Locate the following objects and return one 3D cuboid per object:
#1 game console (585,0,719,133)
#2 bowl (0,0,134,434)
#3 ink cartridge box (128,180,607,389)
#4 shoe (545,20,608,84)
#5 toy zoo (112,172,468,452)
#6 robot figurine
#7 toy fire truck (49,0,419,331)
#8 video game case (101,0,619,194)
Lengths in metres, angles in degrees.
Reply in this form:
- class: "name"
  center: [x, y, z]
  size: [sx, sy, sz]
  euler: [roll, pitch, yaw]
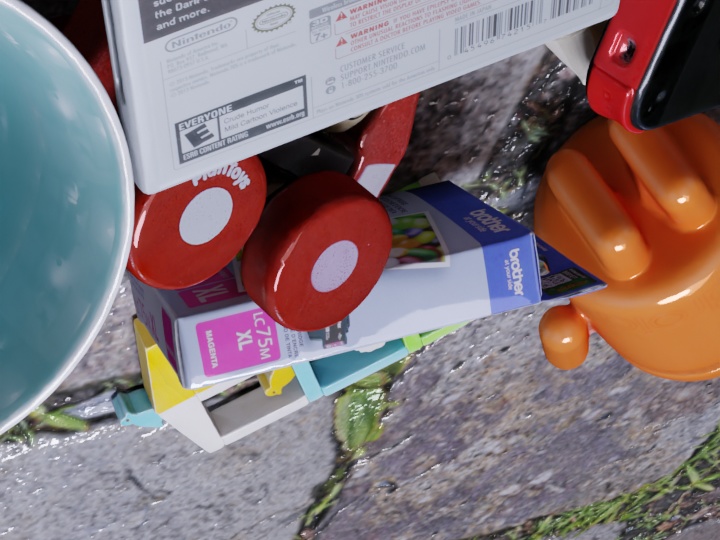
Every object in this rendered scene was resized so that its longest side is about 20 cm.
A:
- class: "game console"
  center: [0.186, -0.156, 0.957]
  size: [0.176, 0.031, 0.201]
  euler: [-21, 143, -43]
- class: "bowl"
  center: [-0.190, -0.035, 0.782]
  size: [0.199, 0.105, 0.202]
  euler: [-11, 122, -18]
- class: "ink cartridge box"
  center: [0.000, 0.000, 1.005]
  size: [0.198, 0.119, 0.042]
  euler: [-11, 107, -14]
- class: "shoe"
  center: [0.107, -0.131, 0.972]
  size: [0.070, 0.053, 0.200]
  euler: [-56, 155, -8]
- class: "toy zoo"
  center: [-0.036, 0.032, 1.130]
  size: [0.199, 0.021, 0.131]
  euler: [-26, 150, -3]
- class: "robot figurine"
  center: [0.157, -0.011, 1.127]
  size: [0.200, 0.116, 0.145]
  euler: [42, 64, -59]
- class: "toy fire truck"
  center: [-0.040, -0.081, 0.881]
  size: [0.199, 0.112, 0.169]
  euler: [19, 107, -50]
- class: "video game case"
  center: [0.005, -0.121, 0.741]
  size: [0.198, 0.023, 0.183]
  euler: [-22, 147, -14]
